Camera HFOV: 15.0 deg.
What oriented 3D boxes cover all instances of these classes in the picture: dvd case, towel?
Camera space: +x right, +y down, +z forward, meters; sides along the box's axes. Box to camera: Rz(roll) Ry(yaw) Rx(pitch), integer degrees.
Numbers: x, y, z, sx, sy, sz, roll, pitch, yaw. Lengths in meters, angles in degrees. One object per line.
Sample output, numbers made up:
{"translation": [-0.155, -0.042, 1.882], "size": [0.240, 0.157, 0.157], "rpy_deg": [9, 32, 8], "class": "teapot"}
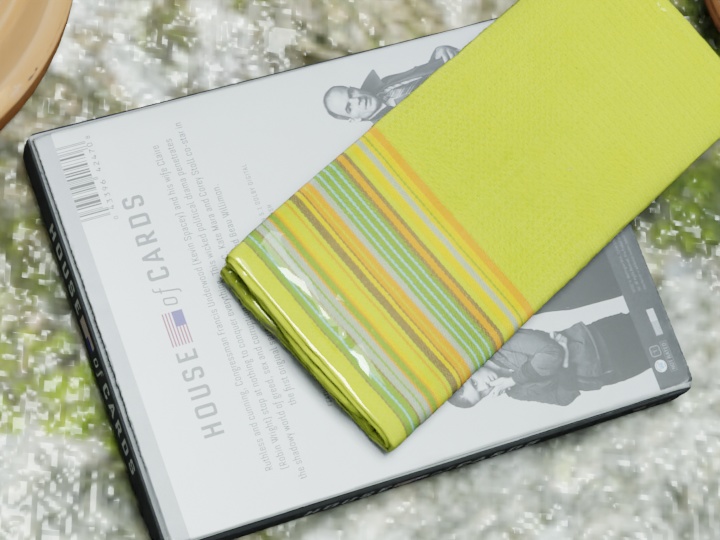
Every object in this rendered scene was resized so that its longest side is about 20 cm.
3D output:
{"translation": [0.000, 0.000, 0.943], "size": [0.199, 0.025, 0.151], "rpy_deg": [-16, 76, -19], "class": "dvd case"}
{"translation": [0.047, -0.030, 0.947], "size": [0.200, 0.018, 0.086], "rpy_deg": [-42, 92, -26], "class": "towel"}

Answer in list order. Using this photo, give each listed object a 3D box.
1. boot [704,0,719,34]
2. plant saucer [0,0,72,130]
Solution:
{"translation": [0.210, -0.139, 1.033], "size": [0.199, 0.077, 0.156], "rpy_deg": [-29, 76, -15], "class": "boot"}
{"translation": [-0.193, -0.120, 0.929], "size": [0.199, 0.032, 0.202], "rpy_deg": [5, 71, -14], "class": "plant saucer"}
